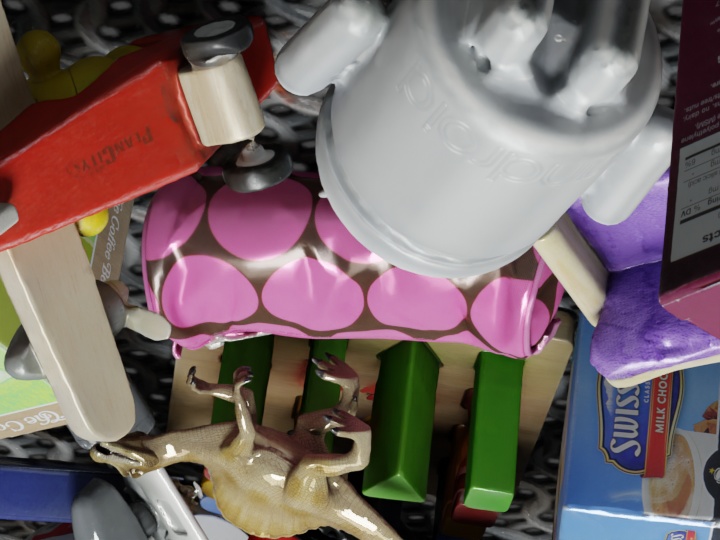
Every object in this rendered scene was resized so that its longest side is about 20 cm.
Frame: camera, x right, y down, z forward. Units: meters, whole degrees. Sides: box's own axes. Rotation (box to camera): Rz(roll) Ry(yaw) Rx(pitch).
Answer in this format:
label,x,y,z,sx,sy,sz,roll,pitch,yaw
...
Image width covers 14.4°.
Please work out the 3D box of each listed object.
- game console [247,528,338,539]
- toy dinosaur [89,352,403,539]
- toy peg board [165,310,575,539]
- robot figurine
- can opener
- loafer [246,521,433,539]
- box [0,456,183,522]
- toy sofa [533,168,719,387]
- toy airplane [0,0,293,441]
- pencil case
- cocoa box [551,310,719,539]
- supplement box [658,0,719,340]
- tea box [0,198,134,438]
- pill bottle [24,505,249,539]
label,x,y,z,sx,sy,sz,roll,pitch,yaw
game console,0.046,0.189,1.502,0.200,0.031,0.177,29,-177,35
toy dinosaur,-0.027,0.098,1.392,0.199,0.058,0.101,24,123,0
toy peg board,-0.005,0.095,1.502,0.199,0.098,0.199,10,149,-3
robot figurine,0.050,-0.070,1.193,0.169,0.113,0.200,24,147,-11
can opener,-0.138,0.080,1.467,0.053,0.066,0.201,2,124,52
loafer,0.010,0.176,1.663,0.200,0.068,0.070,24,159,-27
box,-0.203,0.114,1.524,0.121,0.033,0.199,2,177,44
toy sofa,0.180,-0.021,1.259,0.199,0.098,0.083,-9,145,24
toy airplane,-0.144,-0.045,1.209,0.199,0.201,0.141,23,175,-36
pencil case,0.000,0.000,1.349,0.199,0.091,0.094,3,105,12
cocoa box,0.165,0.112,1.455,0.131,0.134,0.200,6,150,4
supplement box,0.185,-0.061,1.090,0.110,0.201,0.085,31,142,-33
tea box,-0.246,-0.013,1.337,0.199,0.134,0.197,-13,144,32
pill bottle,-0.128,0.189,1.630,0.112,0.113,0.200,20,163,-21
